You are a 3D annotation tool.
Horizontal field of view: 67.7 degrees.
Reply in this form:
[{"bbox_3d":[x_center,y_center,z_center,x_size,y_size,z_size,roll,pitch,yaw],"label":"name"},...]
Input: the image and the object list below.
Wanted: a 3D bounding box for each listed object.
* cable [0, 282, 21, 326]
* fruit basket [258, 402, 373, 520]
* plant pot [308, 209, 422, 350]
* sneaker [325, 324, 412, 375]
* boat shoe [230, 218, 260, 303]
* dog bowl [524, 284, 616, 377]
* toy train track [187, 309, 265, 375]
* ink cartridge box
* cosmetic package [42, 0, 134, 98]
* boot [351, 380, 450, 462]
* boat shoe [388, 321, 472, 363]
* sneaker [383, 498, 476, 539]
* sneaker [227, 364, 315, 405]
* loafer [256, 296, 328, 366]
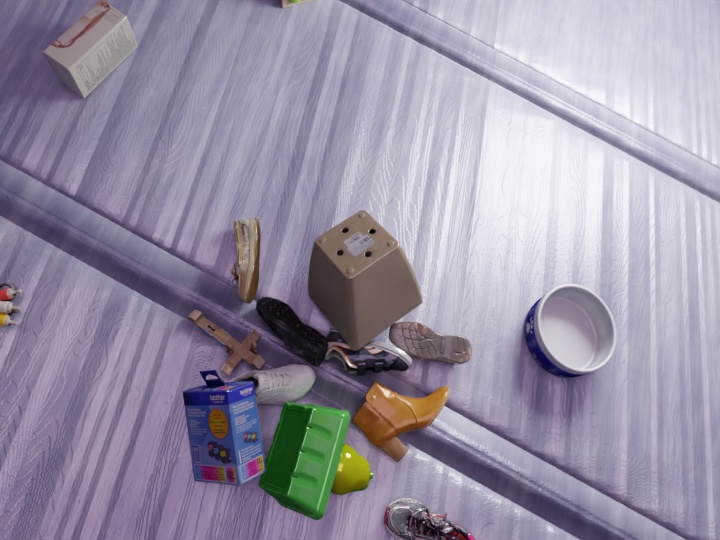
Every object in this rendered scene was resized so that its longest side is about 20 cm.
[{"bbox_3d":[-0.786,0.070,1.091,0.192,0.051,0.101,-2,70,-11],"label":"cable"},{"bbox_3d":[-0.078,0.379,1.070,0.212,0.152,0.225,3,85,-49],"label":"fruit basket"},{"bbox_3d":[0.000,0.000,1.139,0.196,0.180,0.200,-32,52,-18],"label":"plant pot"},{"bbox_3d":[0.012,0.192,1.163,0.194,0.079,0.081,19,63,11],"label":"sneaker"},{"bbox_3d":[-0.260,-0.021,1.202,0.060,0.074,0.206,0,60,-2],"label":"boat shoe"},{"bbox_3d":[0.488,0.142,1.255,0.192,0.079,0.208,3,70,-8],"label":"dog bowl"},{"bbox_3d":[-0.286,0.143,1.143,0.196,0.033,0.115,33,53,10],"label":"toy train track"},{"bbox_3d":[-0.263,0.290,1.023,0.133,0.075,0.208,-10,87,33],"label":"ink cartridge box"},{"bbox_3d":[-0.649,-0.537,1.301,0.086,0.104,0.203,31,67,5],"label":"cosmetic package"},{"bbox_3d":[0.086,0.283,1.144,0.144,0.071,0.201,43,75,5],"label":"boot"},{"bbox_3d":[0.150,0.168,1.196,0.193,0.073,0.077,18,71,-8],"label":"boat shoe"},{"bbox_3d":[0.141,0.512,1.071,0.193,0.075,0.083,18,68,-2],"label":"sneaker"},{"bbox_3d":[-0.184,0.237,1.102,0.193,0.100,0.080,-13,71,-13],"label":"sneaker"},{"bbox_3d":[-0.154,0.132,1.161,0.198,0.072,0.067,36,37,20],"label":"loafer"}]
